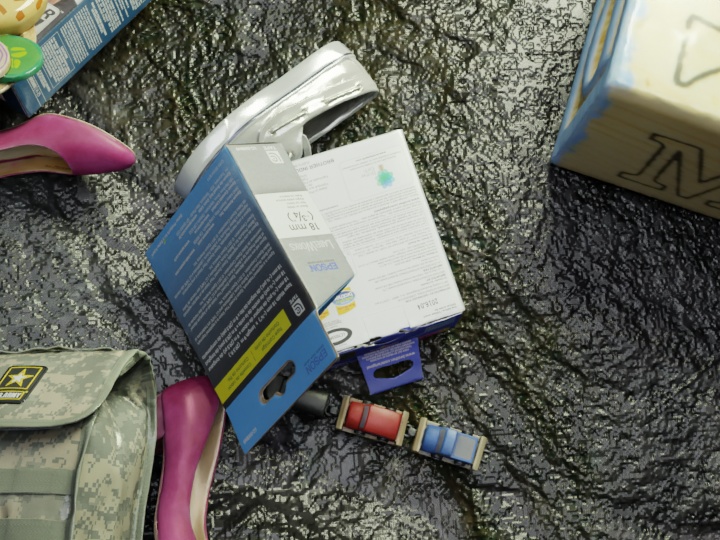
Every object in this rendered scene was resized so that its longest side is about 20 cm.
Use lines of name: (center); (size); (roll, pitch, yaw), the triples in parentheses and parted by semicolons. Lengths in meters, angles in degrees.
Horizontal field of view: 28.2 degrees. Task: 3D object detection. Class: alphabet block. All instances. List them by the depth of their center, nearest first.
alphabet block: (0.298, -0.172, 1.217); (0.199, 0.196, 0.196); (19, 76, -1)

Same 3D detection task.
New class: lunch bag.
lunch bag: (-0.251, 0.151, 1.097); (0.163, 0.118, 0.201); (-4, 69, 21)

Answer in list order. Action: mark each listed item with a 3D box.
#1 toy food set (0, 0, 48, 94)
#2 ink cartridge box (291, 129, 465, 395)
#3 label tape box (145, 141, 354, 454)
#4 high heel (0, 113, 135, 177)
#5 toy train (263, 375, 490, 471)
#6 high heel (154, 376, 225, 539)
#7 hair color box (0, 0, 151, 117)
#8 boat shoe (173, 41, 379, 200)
toy food set: (-0.341, -0.197, 1.096); (0.199, 0.049, 0.199); (12, 49, -18)
ink cartridge box: (0.000, 0.000, 1.203); (0.136, 0.076, 0.201); (-17, 77, -8)
label tape box: (-0.077, 0.021, 1.135); (0.063, 0.144, 0.200); (-6, 59, -44)
high heel: (-0.292, -0.083, 1.193); (0.199, 0.067, 0.096); (12, 65, 2)
toy train: (0.014, 0.125, 1.189); (0.199, 0.046, 0.034); (17, 75, -2)
high heel: (-0.120, 0.185, 1.145); (0.096, 0.067, 0.201); (-22, 68, -4)
hair color box: (-0.254, -0.232, 1.214); (0.100, 0.061, 0.200); (30, 66, 27)
boat shoe: (-0.069, -0.115, 1.232); (0.200, 0.072, 0.066); (-40, 78, -22)
